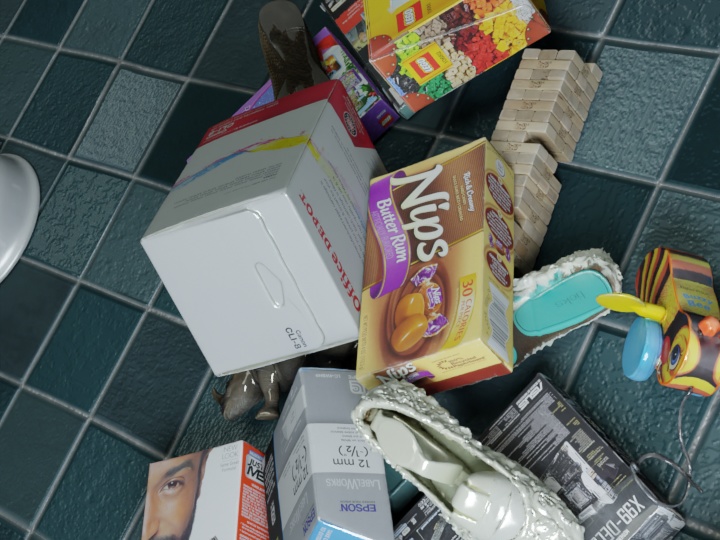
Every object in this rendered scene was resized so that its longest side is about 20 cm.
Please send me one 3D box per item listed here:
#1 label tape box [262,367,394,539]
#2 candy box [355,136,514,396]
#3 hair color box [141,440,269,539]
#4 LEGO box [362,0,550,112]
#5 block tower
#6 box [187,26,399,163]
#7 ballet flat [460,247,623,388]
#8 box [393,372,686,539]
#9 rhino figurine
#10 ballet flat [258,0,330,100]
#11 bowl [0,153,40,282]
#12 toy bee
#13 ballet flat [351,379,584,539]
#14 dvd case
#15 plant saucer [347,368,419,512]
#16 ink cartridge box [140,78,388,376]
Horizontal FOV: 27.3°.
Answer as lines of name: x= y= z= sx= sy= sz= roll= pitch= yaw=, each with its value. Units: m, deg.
label tape box: x=-0.027 y=0.200 z=1.168 sx=0.144 sy=0.065 sz=0.202 roll=114 pitch=156 yaw=-48
candy box: x=0.062 y=0.000 z=1.191 sx=0.116 sy=0.056 sz=0.202 roll=-18 pitch=49 yaw=29
hair color box: x=-0.132 y=0.258 z=1.268 sx=0.110 sy=0.064 sz=0.202 roll=-18 pitch=54 yaw=29
LEGO box: x=0.080 y=-0.265 z=1.357 sx=0.148 sy=0.077 sz=0.202 roll=-28 pitch=41 yaw=22
block tower: x=0.145 y=-0.097 z=1.274 sx=0.054 sy=0.058 sz=0.202 roll=8 pitch=68 yaw=39
box: x=-0.069 y=-0.129 z=1.466 sx=0.200 sy=0.039 sz=0.137 roll=-42 pitch=47 yaw=9
ballet flat: x=0.126 y=0.037 z=1.213 sx=0.198 sy=0.072 sz=0.072 roll=-24 pitch=52 yaw=21
box: x=0.122 y=0.201 z=1.117 sx=0.200 sy=0.050 sz=0.158 roll=-47 pitch=47 yaw=5
rhino figurine: x=-0.063 y=0.088 z=1.295 sx=0.199 sy=0.059 sz=0.089 roll=-18 pitch=62 yaw=42
ballet flat: x=-0.061 y=-0.177 z=1.436 sx=0.066 sy=0.047 sz=0.202 roll=-13 pitch=56 yaw=-8
bowl: x=-0.469 y=-0.064 z=1.695 sx=0.199 sy=0.090 sz=0.203 roll=-19 pitch=54 yaw=28
toy bee: x=0.244 y=0.052 z=1.069 sx=0.109 sy=0.129 sz=0.202 roll=115 pitch=145 yaw=-48
ballet flat: x=0.067 y=0.152 z=1.068 sx=0.199 sy=0.072 sz=0.072 roll=36 pitch=87 yaw=28
dvd case: x=0.053 y=-0.256 z=1.462 sx=0.146 sy=0.022 sz=0.201 roll=-42 pitch=46 yaw=10
plant saucer: x=0.002 y=0.118 z=1.280 sx=0.070 sy=0.019 sz=0.200 roll=-46 pitch=45 yaw=5
ink cartridge box: x=-0.068 y=-0.037 z=1.250 sx=0.143 sy=0.146 sz=0.201 roll=-17 pitch=26 yaw=23
